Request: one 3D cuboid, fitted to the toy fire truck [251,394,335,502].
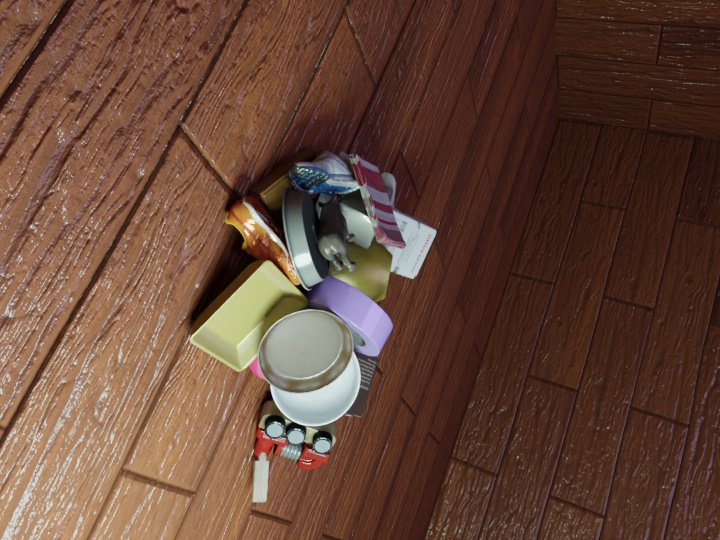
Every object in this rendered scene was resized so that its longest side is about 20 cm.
[{"bbox_3d":[-0.164,0.408,1.425,0.130,0.172,0.204,-97,-149,-61],"label":"toy fire truck"}]

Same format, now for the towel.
[{"bbox_3d":[0.041,-0.150,1.394,0.143,0.022,0.206,10,60,-66],"label":"towel"}]

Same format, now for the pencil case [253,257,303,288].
[{"bbox_3d":[-0.145,-0.008,1.345,0.199,0.081,0.089,7,63,-65],"label":"pencil case"}]

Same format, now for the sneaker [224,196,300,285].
[{"bbox_3d":[-0.178,-0.049,1.206,0.202,0.076,0.074,53,15,-24],"label":"sneaker"}]

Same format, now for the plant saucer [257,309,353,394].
[{"bbox_3d":[-0.111,0.158,1.287,0.032,0.194,0.206,-119,-156,-58],"label":"plant saucer"}]

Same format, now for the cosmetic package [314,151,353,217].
[{"bbox_3d":[-0.070,-0.156,1.428,0.083,0.049,0.204,120,-7,-70],"label":"cosmetic package"}]

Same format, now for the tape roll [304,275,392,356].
[{"bbox_3d":[-0.030,0.097,1.350,0.067,0.196,0.201,-57,150,-19],"label":"tape roll"}]

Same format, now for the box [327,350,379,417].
[{"bbox_3d":[-0.064,0.222,1.532,0.166,0.160,0.206,38,69,-63],"label":"box"}]

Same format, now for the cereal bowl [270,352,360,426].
[{"bbox_3d":[-0.099,0.223,1.383,0.083,0.193,0.207,-133,-127,-78],"label":"cereal bowl"}]

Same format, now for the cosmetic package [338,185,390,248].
[{"bbox_3d":[0.003,-0.144,1.476,0.074,0.101,0.201,-62,-176,31],"label":"cosmetic package"}]

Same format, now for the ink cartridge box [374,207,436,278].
[{"bbox_3d":[0.088,-0.079,1.664,0.197,0.084,0.149,19,102,-46],"label":"ink cartridge box"}]

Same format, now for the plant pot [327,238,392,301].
[{"bbox_3d":[0.000,0.000,1.500,0.200,0.137,0.207,11,90,-88],"label":"plant pot"}]

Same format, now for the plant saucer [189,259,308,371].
[{"bbox_3d":[-0.214,0.079,1.213,0.200,0.048,0.201,-46,149,-5],"label":"plant saucer"}]

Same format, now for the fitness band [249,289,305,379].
[{"bbox_3d":[-0.170,0.137,1.382,0.204,0.037,0.143,-63,157,-4],"label":"fitness band"}]

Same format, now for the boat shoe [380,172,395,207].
[{"bbox_3d":[0.060,-0.160,1.710,0.068,0.070,0.207,-21,121,-63],"label":"boat shoe"}]

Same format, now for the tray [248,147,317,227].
[{"bbox_3d":[-0.150,-0.161,1.306,0.201,0.036,0.101,-50,145,-45],"label":"tray"}]

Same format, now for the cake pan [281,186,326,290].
[{"bbox_3d":[-0.106,-0.066,1.255,0.200,0.036,0.207,-13,91,-82],"label":"cake pan"}]

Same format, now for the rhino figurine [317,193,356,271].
[{"bbox_3d":[-0.053,-0.087,1.302,0.088,0.059,0.203,49,23,-36],"label":"rhino figurine"}]

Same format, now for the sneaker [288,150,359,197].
[{"bbox_3d":[-0.083,-0.208,1.325,0.198,0.074,0.089,3,64,-55],"label":"sneaker"}]
